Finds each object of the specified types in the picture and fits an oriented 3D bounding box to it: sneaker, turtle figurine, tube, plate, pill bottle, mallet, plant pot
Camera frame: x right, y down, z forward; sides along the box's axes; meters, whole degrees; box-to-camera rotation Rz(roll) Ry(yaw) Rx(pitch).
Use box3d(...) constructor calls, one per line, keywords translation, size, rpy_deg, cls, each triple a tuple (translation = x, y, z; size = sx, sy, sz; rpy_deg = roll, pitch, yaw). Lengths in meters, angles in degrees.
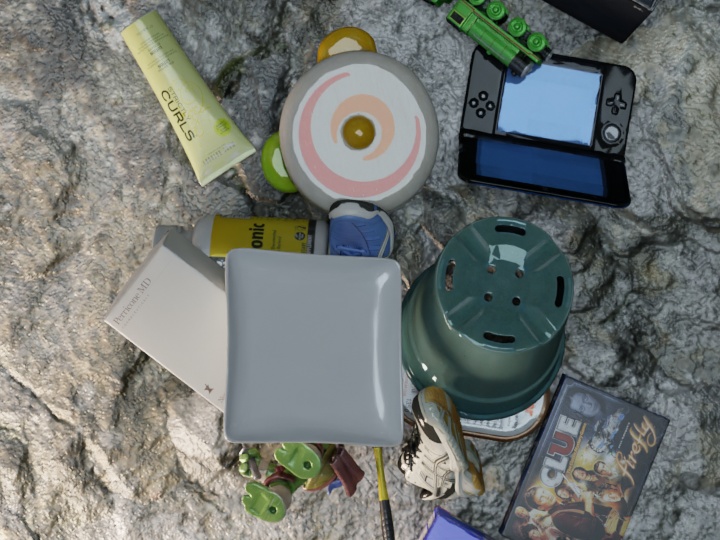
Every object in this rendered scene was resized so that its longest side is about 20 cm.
box3d(translation=(0.000, 0.000, 1.563), size=(0.074, 0.201, 0.078), rpy_deg=(3, 52, 10), cls="sneaker")
box3d(translation=(-0.088, 0.184, 1.566), size=(0.142, 0.194, 0.203), rpy_deg=(-18, 97, 12), cls="turtle figurine")
box3d(translation=(-0.204, -0.204, 1.640), size=(0.058, 0.052, 0.202), rpy_deg=(-27, 96, 40), cls="tube")
box3d(translation=(-0.051, 0.083, 1.485), size=(0.197, 0.032, 0.203), rpy_deg=(3, 79, -20), cls="plate")
box3d(translation=(-0.135, -0.006, 1.607), size=(0.197, 0.111, 0.113), rpy_deg=(2, 90, 0), cls="pill bottle")
box3d(translation=(0.025, 0.252, 1.600), size=(0.040, 0.066, 0.203), rpy_deg=(-8, 69, 1), cls="mallet")
box3d(translation=(0.143, 0.044, 1.539), size=(0.197, 0.196, 0.203), rpy_deg=(1, 72, -2), cls="plant pot")
box3d(translation=(0.078, 0.205, 1.577), size=(0.086, 0.201, 0.076), rpy_deg=(-13, 49, 10), cls="sneaker")

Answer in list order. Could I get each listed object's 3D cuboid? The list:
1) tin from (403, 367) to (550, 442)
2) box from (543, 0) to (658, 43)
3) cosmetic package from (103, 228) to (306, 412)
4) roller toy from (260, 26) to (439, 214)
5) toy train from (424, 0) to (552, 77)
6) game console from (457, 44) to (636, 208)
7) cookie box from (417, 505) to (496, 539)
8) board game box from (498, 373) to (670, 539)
box3d(translation=(0.124, 0.138, 1.645), size=(0.197, 0.042, 0.114), rpy_deg=(8, 94, 0), cls="tin")
box3d(translation=(0.301, -0.381, 1.564), size=(0.123, 0.200, 0.199), rpy_deg=(26, 89, 2), cls="box")
box3d(translation=(-0.165, 0.062, 1.527), size=(0.199, 0.081, 0.113), rpy_deg=(36, 102, -12), cls="cosmetic package")
box3d(translation=(0.000, -0.152, 1.593), size=(0.181, 0.140, 0.202), rpy_deg=(31, 89, 0), cls="roller toy")
box3d(translation=(0.134, -0.295, 1.628), size=(0.199, 0.042, 0.057), rpy_deg=(41, 98, 12), cls="toy train")
box3d(translation=(0.216, -0.167, 1.604), size=(0.197, 0.118, 0.173), rpy_deg=(9, 90, -1), cls="game console")
box3d(translation=(0.113, 0.403, 1.624), size=(0.170, 0.075, 0.202), rpy_deg=(30, 90, 0), cls="cookie box")
box3d(translation=(0.260, 0.240, 1.645), size=(0.134, 0.035, 0.202), rpy_deg=(22, 90, 0), cls="board game box")
